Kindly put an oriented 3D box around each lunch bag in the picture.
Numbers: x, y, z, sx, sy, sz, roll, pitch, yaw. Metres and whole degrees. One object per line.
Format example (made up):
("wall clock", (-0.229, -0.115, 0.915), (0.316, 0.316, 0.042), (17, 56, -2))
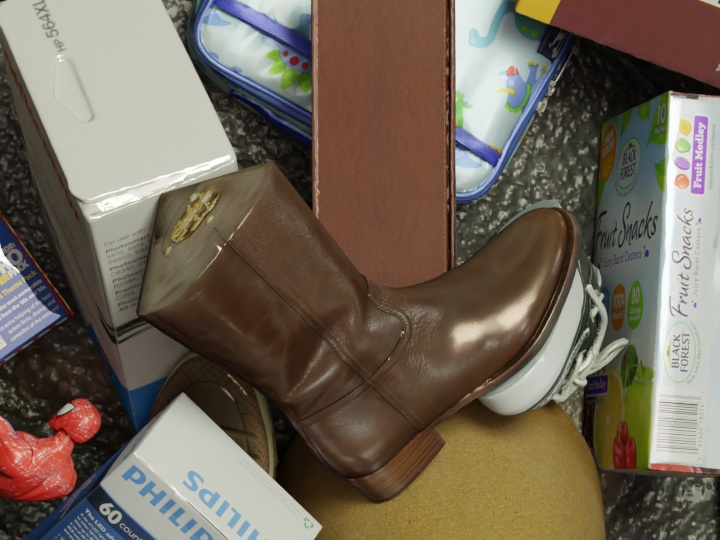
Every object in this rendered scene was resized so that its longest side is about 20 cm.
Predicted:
("lunch bag", (0.012, -0.135, 1.515), (0.199, 0.082, 0.161), (31, 85, -6))

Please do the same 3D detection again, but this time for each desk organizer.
("desk organizer", (0.004, -0.060, 1.431), (0.076, 0.072, 0.202), (-1, 94, -14))

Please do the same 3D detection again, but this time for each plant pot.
("plant pot", (0.049, 0.164, 1.412), (0.185, 0.200, 0.188), (-1, 106, -4))

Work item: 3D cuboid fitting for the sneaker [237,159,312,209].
("sneaker", (0.000, 0.000, 1.512), (0.200, 0.073, 0.082), (43, 76, -15))

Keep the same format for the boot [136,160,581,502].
("boot", (0.000, -0.006, 1.330), (0.200, 0.064, 0.187), (44, 78, -34))

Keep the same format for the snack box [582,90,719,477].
("snack box", (0.166, 0.012, 1.499), (0.053, 0.142, 0.202), (5, 85, -11))

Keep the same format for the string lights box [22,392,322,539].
("string lights box", (-0.122, 0.161, 1.414), (0.103, 0.200, 0.059), (44, 39, -5))

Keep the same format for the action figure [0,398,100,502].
("action figure", (-0.223, 0.105, 1.437), (0.199, 0.065, 0.099), (-31, 58, 16))

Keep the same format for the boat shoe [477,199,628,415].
("boat shoe", (0.100, 0.033, 1.460), (0.073, 0.200, 0.068), (-36, 107, 15))

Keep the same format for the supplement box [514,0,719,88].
("supplement box", (0.201, -0.205, 1.476), (0.199, 0.198, 0.133), (20, 124, -8))

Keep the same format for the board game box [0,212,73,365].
("board game box", (-0.273, -0.014, 1.470), (0.151, 0.046, 0.201), (-35, 93, -10))

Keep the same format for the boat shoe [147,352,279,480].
("boat shoe", (-0.073, 0.114, 1.448), (0.071, 0.076, 0.201), (19, 127, 15))

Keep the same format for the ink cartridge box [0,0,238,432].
("ink cartridge box", (-0.116, -0.037, 1.401), (0.084, 0.200, 0.146), (-20, 58, -11))
